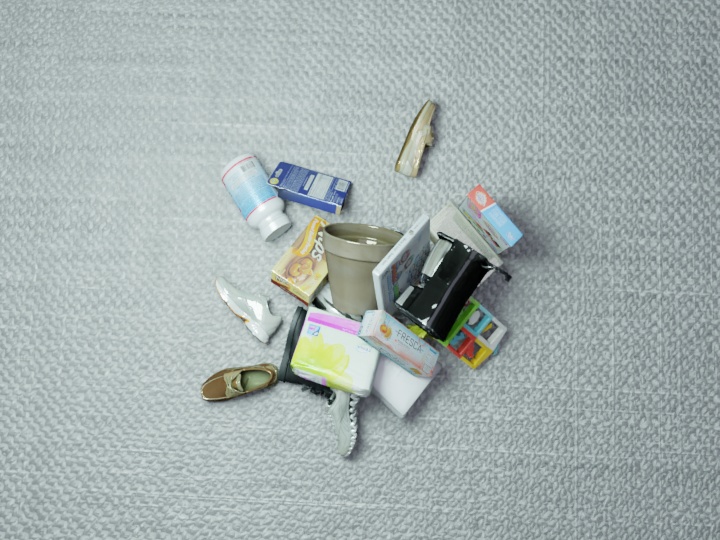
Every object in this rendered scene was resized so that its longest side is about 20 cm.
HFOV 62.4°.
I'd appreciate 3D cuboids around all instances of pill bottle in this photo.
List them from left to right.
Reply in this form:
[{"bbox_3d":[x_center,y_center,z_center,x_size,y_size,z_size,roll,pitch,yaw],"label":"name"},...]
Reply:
[{"bbox_3d":[-0.256,-0.179,1.479,0.107,0.109,0.203,-32,84,-3],"label":"pill bottle"}]

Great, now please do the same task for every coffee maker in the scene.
[{"bbox_3d":[0.192,0.045,1.310,0.133,0.191,0.203,35,86,-33],"label":"coffee maker"}]

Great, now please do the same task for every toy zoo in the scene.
[{"bbox_3d":[0.270,0.153,1.421,0.199,0.020,0.132,38,95,-33],"label":"toy zoo"}]

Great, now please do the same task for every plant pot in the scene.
[{"bbox_3d":[0.000,0.000,1.366,0.192,0.200,0.180,7,105,2],"label":"plant pot"}]

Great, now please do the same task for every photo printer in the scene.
[{"bbox_3d":[0.077,0.226,1.444,0.199,0.070,0.167,42,79,5],"label":"photo printer"}]

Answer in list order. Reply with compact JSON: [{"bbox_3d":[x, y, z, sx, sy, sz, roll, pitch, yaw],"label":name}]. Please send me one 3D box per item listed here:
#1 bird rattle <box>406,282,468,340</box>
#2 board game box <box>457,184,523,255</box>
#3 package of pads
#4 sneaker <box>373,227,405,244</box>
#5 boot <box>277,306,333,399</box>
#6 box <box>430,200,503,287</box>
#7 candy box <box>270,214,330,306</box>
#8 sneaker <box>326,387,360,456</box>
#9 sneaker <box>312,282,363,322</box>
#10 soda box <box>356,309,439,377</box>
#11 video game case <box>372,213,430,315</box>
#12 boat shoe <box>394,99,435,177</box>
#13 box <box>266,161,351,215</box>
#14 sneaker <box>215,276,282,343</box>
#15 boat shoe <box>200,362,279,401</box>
[{"bbox_3d":[0.169,0.068,1.434,0.162,0.113,0.202,39,92,10],"label":"bird rattle"},{"bbox_3d":[0.300,-0.111,1.417,0.040,0.200,0.154,-39,85,-4],"label":"board game box"},{"bbox_3d":[-0.051,0.190,1.368,0.193,0.069,0.159,15,64,6],"label":"package of pads"},{"bbox_3d":[0.057,-0.017,1.476,0.129,0.079,0.201,38,95,15],"label":"sneaker"},{"bbox_3d":[-0.107,0.205,1.453,0.157,0.073,0.205,14,91,4],"label":"boot"},{"bbox_3d":[0.252,-0.060,1.473,0.094,0.078,0.202,-39,85,-3],"label":"box"},{"bbox_3d":[-0.116,-0.027,1.442,0.113,0.056,0.202,31,58,8],"label":"candy box"},{"bbox_3d":[-0.046,0.344,1.414,0.078,0.075,0.208,0,103,-17],"label":"sneaker"},{"bbox_3d":[-0.059,0.054,1.480,0.200,0.076,0.116,42,73,2],"label":"sneaker"},{"bbox_3d":[0.087,0.166,1.341,0.198,0.067,0.065,38,64,-28],"label":"soda box"},{"bbox_3d":[0.097,-0.001,1.329,0.023,0.202,0.182,32,66,25],"label":"video game case"},{"bbox_3d":[0.152,-0.331,1.513,0.067,0.074,0.205,25,86,-8],"label":"boat shoe"},{"bbox_3d":[-0.128,-0.208,1.482,0.193,0.033,0.123,18,39,2],"label":"box"},{"bbox_3d":[-0.275,0.080,1.476,0.092,0.076,0.201,-43,92,-12],"label":"sneaker"},{"bbox_3d":[-0.296,0.269,1.448,0.193,0.074,0.078,-17,83,-1],"label":"boat shoe"}]
